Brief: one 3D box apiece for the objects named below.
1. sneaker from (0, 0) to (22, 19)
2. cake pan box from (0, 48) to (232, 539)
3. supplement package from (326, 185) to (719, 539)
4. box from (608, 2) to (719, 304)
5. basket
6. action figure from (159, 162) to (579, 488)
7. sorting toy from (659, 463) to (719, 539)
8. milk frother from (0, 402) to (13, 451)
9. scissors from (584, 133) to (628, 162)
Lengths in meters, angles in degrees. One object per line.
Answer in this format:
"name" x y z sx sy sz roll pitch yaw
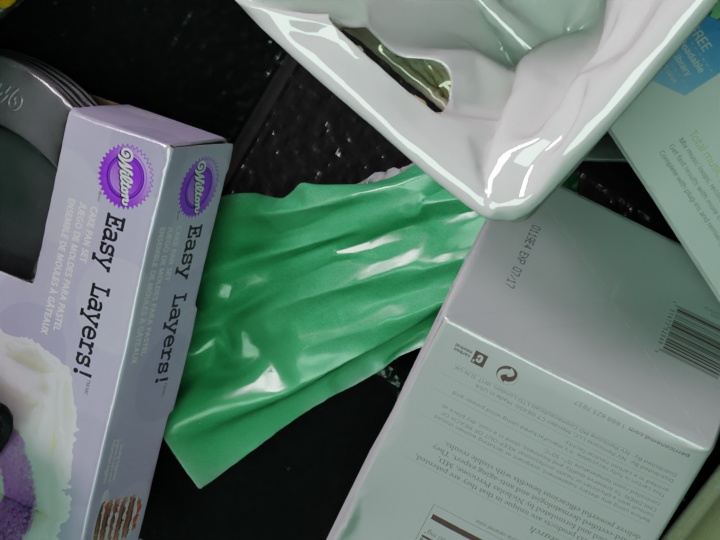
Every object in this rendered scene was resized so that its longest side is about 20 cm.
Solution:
"sneaker" -0.152 -0.146 1.163 0.082 0.078 0.200 25 87 26
"cake pan box" -0.157 0.007 1.209 0.184 0.052 0.200 21 105 24
"supplement package" 0.059 0.082 1.128 0.109 0.114 0.200 26 128 2
"box" 0.188 -0.087 1.084 0.200 0.036 0.144 -33 62 5
"basket" 0.074 -0.137 1.018 0.136 0.123 0.200 40 107 3
"action figure" 0.000 0.000 1.190 0.200 0.055 0.118 -22 93 21
"sorting toy" 0.229 0.128 1.144 0.200 0.036 0.185 35 124 4
"milk frother" -0.238 0.004 1.111 0.188 0.180 0.200 52 134 14
"scissors" 0.143 -0.053 1.117 0.200 0.014 0.073 15 77 27
